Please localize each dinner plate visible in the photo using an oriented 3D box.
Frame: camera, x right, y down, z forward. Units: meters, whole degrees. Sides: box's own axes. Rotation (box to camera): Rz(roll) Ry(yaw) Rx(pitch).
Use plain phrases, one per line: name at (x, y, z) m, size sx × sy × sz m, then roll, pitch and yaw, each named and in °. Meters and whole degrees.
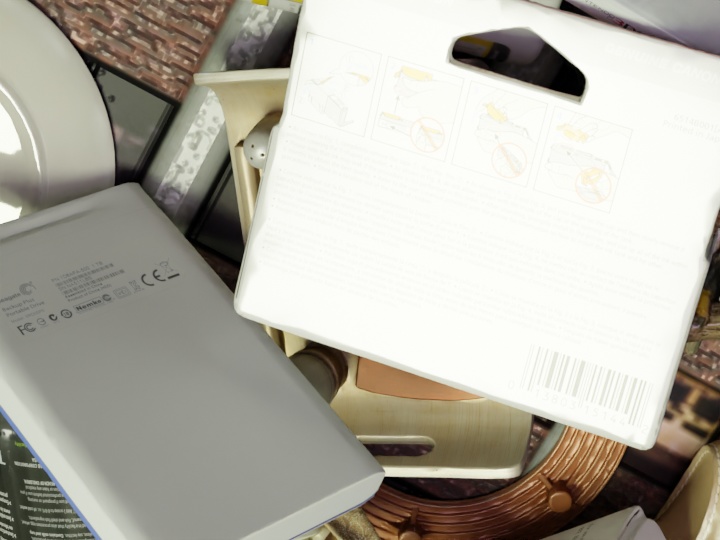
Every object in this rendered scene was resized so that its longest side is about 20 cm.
dinner plate at (-0.220, -0.052, 0.929) m, size 0.198 × 0.024 × 0.202 m, roll 0°, pitch 111°, yaw 0°

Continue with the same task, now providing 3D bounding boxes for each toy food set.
toy food set at (0.000, 0.000, 0.897) m, size 0.142 × 0.060 × 0.202 m, roll -1°, pitch 107°, yaw 21°

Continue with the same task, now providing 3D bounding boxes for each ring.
ring at (0.046, 0.063, 0.971) m, size 0.198 × 0.019 × 0.203 m, roll 0°, pitch 111°, yaw 1°

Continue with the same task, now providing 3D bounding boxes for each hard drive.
hard drive at (-0.099, 0.049, 0.859) m, size 0.200 × 0.131 × 0.025 m, roll 48°, pitch 137°, yaw 25°

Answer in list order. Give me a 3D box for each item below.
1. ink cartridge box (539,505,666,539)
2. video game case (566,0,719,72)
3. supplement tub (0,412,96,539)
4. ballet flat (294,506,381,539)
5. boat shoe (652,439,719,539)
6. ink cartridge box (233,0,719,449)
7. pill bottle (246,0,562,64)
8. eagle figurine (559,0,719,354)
ink cartridge box at (0.082, 0.225, 0.952) m, size 0.199 × 0.084 × 0.146 m, roll -25°, pitch 98°, yaw 32°
video game case at (0.197, -0.156, 0.816) m, size 0.181 × 0.022 × 0.201 m, roll 29°, pitch 68°, yaw -6°
supplement tub at (-0.125, 0.137, 0.945) m, size 0.121 × 0.123 × 0.202 m, roll -4°, pitch 111°, yaw 2°
ballet flat at (-0.017, 0.151, 0.911) m, size 0.065 × 0.200 × 0.071 m, roll 5°, pitch 119°, yaw -49°
boat shoe at (0.149, 0.172, 0.983) m, size 0.064 × 0.071 × 0.202 m, roll 17°, pitch 111°, yaw -7°
ink cartridge box at (0.057, -0.036, 0.820) m, size 0.198 × 0.045 × 0.178 m, roll 18°, pitch 112°, yaw 10°
pill bottle at (-0.006, -0.166, 0.837) m, size 0.198 × 0.111 × 0.112 m, roll 12°, pitch 110°, yaw -5°
eagle figurine at (0.178, -0.065, 0.883) m, size 0.151 × 0.150 × 0.203 m, roll 6°, pitch 79°, yaw -43°
